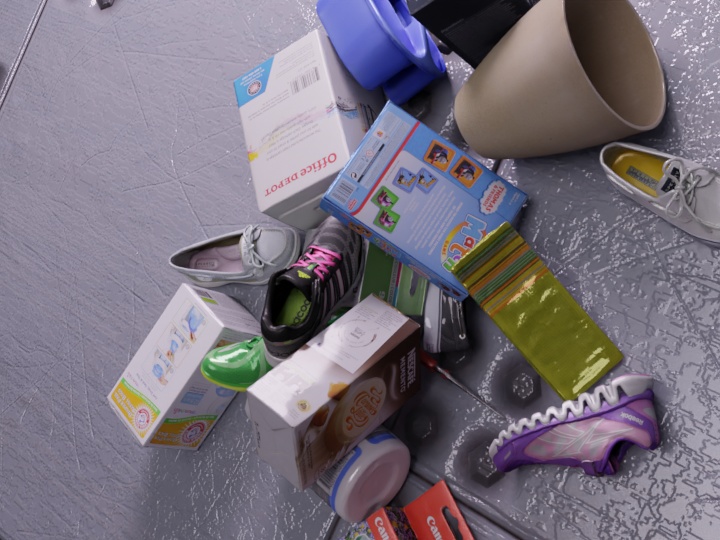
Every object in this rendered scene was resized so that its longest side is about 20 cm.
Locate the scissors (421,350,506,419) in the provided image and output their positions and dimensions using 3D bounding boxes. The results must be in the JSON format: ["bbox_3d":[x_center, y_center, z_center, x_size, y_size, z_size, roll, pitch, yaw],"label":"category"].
[{"bbox_3d":[0.094,0.118,1.275,0.199,0.073,0.014,36,79,12],"label":"scissors"}]

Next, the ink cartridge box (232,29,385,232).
[{"bbox_3d":[-0.052,-0.170,1.375,0.147,0.144,0.201,-24,65,27],"label":"ink cartridge box"}]

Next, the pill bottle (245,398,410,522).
[{"bbox_3d":[-0.044,0.201,1.292,0.200,0.114,0.114,37,99,35],"label":"pill bottle"}]

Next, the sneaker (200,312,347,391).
[{"bbox_3d":[-0.096,0.088,1.282,0.198,0.084,0.074,-11,33,-6],"label":"sneaker"}]

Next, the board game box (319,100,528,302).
[{"bbox_3d":[0.075,-0.081,1.237,0.199,0.037,0.152,34,71,1],"label":"board game box"}]

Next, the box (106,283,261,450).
[{"bbox_3d":[-0.230,0.134,1.435,0.101,0.112,0.201,42,102,33],"label":"box"}]

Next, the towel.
[{"bbox_3d":[0.194,0.047,1.175,0.086,0.018,0.200,-42,84,11],"label":"towel"}]

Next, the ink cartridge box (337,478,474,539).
[{"bbox_3d":[0.035,0.340,1.239,0.200,0.050,0.109,-40,59,20],"label":"ink cartridge box"}]

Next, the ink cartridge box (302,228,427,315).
[{"bbox_3d":[0.000,0.000,1.310,0.199,0.059,0.105,-2,76,54],"label":"ink cartridge box"}]

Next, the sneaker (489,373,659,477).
[{"bbox_3d":[0.232,0.184,1.136,0.199,0.080,0.089,-28,71,24],"label":"sneaker"}]

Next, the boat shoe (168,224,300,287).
[{"bbox_3d":[-0.172,-0.020,1.466,0.201,0.065,0.075,-8,73,32],"label":"boat shoe"}]

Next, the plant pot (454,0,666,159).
[{"bbox_3d":[0.210,-0.207,1.207,0.199,0.186,0.189,-25,64,43],"label":"plant pot"}]

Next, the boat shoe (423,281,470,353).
[{"bbox_3d":[0.116,0.001,1.270,0.066,0.070,0.202,4,71,10],"label":"boat shoe"}]

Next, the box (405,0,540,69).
[{"bbox_3d":[0.130,-0.348,1.267,0.107,0.200,0.149,-27,64,25],"label":"box"}]

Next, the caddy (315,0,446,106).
[{"bbox_3d":[0.034,-0.311,1.359,0.105,0.141,0.201,-40,59,25],"label":"caddy"}]

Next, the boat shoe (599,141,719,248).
[{"bbox_3d":[0.338,-0.089,1.127,0.202,0.086,0.075,36,98,35],"label":"boat shoe"}]

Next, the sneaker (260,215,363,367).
[{"bbox_3d":[-0.056,0.013,1.214,0.073,0.088,0.201,22,70,19],"label":"sneaker"}]

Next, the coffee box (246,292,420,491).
[{"bbox_3d":[-0.025,0.134,1.195,0.079,0.115,0.200,32,54,31],"label":"coffee box"}]
